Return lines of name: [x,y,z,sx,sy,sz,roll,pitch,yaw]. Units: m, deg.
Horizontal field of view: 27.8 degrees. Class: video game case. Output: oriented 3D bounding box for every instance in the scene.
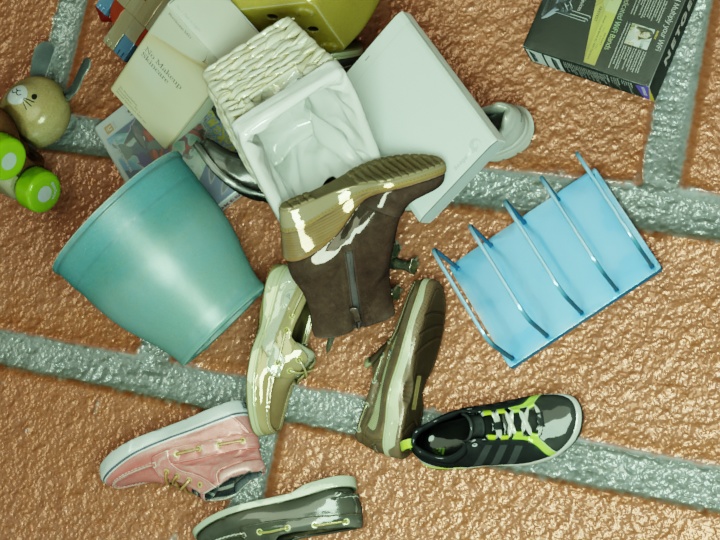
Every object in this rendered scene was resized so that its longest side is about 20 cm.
video game case: [-0.217,-0.156,1.812,0.182,0.023,0.201,-37,68,9]

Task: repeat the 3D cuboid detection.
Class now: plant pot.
plant pot: [-0.079,-0.364,1.702,0.193,0.196,0.202,-3,68,20]
plant pot: [-0.219,-0.001,1.684,0.200,0.200,0.188,-44,88,6]

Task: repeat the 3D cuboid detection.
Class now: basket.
basket: [-0.074,-0.155,1.589,0.135,0.200,0.124,-34,53,-7]

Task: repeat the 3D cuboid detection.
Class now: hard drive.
hard drive: [0.061,-0.172,1.629,0.132,0.026,0.201,-46,62,26]

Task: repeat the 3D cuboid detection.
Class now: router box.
router box: [0.295,-0.311,1.644,0.156,0.052,0.201,22,86,23]

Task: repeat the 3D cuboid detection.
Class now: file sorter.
file sorter: [0.198,-0.014,1.573,0.199,0.123,0.139,-34,69,9]

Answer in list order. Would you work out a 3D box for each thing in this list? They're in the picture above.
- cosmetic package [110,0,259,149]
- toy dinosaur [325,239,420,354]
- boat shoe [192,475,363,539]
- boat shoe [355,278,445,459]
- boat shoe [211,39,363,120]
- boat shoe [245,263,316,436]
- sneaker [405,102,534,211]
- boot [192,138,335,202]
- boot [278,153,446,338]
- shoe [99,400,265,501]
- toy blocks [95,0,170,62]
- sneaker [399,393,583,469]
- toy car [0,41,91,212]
cosmetic package: [-0.202,-0.237,1.682,0.104,0.200,0.073,47,55,-2]
toy dinosaur: [0.000,0.000,1.680,0.102,0.077,0.201,23,95,38]
boat shoe: [-0.094,0.288,1.635,0.200,0.072,0.061,-20,67,12]
boat shoe: [0.037,0.104,1.631,0.074,0.075,0.204,11,82,27]
boat shoe: [-0.090,-0.230,1.763,0.199,0.072,0.066,-13,111,2]
boat shoe: [-0.085,0.093,1.677,0.066,0.074,0.202,6,84,18]
sneaker: [0.098,-0.138,1.658,0.199,0.087,0.075,-32,71,12]
boot: [-0.078,-0.153,1.727,0.199,0.069,0.175,32,89,-2]
boot: [0.015,-0.028,1.597,0.199,0.167,0.072,-20,26,-4]
shoe: [-0.206,0.231,1.690,0.199,0.071,0.092,-24,65,9]
toy blocks: [-0.264,-0.316,1.837,0.137,0.100,0.200,-53,55,11]
sneaker: [0.141,0.178,1.569,0.199,0.083,0.072,-16,73,16]
toy car: [-0.427,-0.203,1.842,0.164,0.158,0.201,26,76,34]
